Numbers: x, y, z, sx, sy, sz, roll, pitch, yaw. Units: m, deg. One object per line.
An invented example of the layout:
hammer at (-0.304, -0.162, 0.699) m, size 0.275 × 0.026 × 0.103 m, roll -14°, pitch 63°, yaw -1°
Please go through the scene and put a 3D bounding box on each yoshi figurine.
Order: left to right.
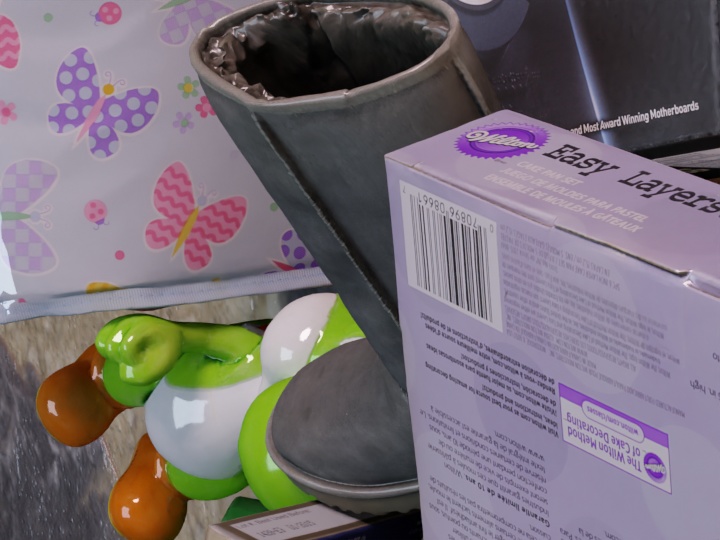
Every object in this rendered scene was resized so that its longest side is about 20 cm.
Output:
yoshi figurine at (-0.047, 0.064, 1.029) m, size 0.200 × 0.112 × 0.113 m, roll -17°, pitch 72°, yaw 45°

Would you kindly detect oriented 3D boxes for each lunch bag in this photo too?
lunch bag at (-0.076, -0.071, 1.070) m, size 0.127 × 0.199 × 0.171 m, roll -3°, pitch 95°, yaw 61°

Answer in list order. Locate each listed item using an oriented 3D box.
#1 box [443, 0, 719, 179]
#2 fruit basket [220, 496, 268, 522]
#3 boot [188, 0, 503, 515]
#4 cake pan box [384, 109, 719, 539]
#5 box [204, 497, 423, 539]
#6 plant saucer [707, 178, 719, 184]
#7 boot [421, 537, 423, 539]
box at (0.081, -0.110, 0.851) m, size 0.200 × 0.086 × 0.165 m, roll -8°, pitch 83°, yaw 54°
fruit basket at (-0.003, 0.223, 1.115) m, size 0.215 × 0.156 × 0.216 m, roll 12°, pitch 128°, yaw 16°
boot at (0.000, -0.002, 0.847) m, size 0.181 × 0.200 × 0.073 m, roll -8°, pitch 51°, yaw 35°
cake pan box at (0.084, 0.069, 0.668) m, size 0.200 × 0.052 × 0.185 m, roll 23°, pitch 126°, yaw 49°
box at (-0.027, 0.180, 0.955) m, size 0.032 × 0.121 × 0.201 m, roll 21°, pitch 107°, yaw 34°
plant saucer at (0.079, 0.006, 0.962) m, size 0.200 × 0.032 × 0.201 m, roll 6°, pitch 97°, yaw 58°
boot at (0.017, 0.171, 0.935) m, size 0.064 × 0.200 × 0.187 m, roll 25°, pitch 139°, yaw 13°
